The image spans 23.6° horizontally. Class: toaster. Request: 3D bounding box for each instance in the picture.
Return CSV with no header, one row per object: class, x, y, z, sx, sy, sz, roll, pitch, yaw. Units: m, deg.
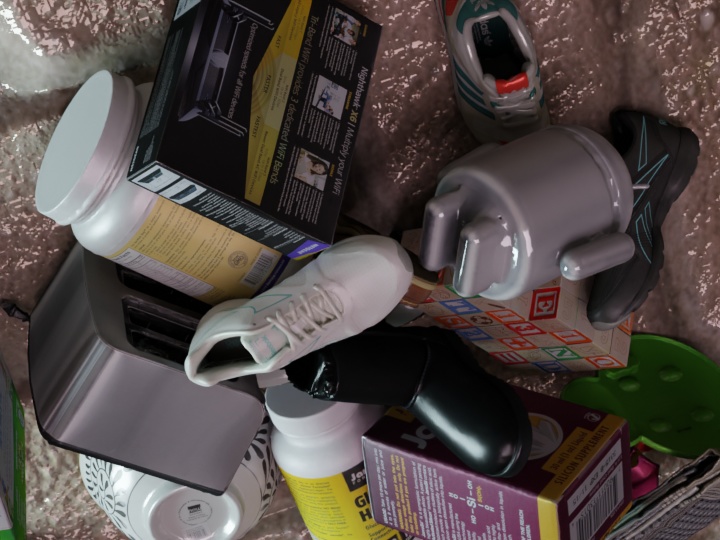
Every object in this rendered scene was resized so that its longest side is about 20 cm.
toaster,-0.185,0.073,1.437,0.199,0.181,0.119,21,117,-26

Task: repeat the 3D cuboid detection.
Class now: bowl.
bowl,-0.157,0.198,1.583,0.199,0.094,0.202,-5,125,-8

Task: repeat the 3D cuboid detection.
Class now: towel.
towel,0.289,0.231,1.593,0.192,0.035,0.200,-38,155,20

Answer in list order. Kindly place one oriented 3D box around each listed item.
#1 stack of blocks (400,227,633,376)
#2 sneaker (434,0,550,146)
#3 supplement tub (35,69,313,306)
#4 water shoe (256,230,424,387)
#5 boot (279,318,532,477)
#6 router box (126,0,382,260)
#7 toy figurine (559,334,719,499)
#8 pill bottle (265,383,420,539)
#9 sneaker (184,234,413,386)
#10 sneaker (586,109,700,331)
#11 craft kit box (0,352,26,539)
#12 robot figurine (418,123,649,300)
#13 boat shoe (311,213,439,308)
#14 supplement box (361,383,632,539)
stack of blocks,0.135,0.025,1.490,0.115,0.059,0.200,-8,151,41
sneaker,0.113,-0.151,1.397,0.070,0.094,0.201,-19,126,2
supplement tub,-0.142,-0.061,1.372,0.199,0.146,0.146,26,116,-26
water shoe,-0.029,0.031,1.521,0.199,0.072,0.079,-27,106,1
boot,0.032,0.095,1.413,0.162,0.198,0.074,10,116,-32
router box,-0.077,-0.131,1.313,0.157,0.201,0.052,26,154,-26
toy figurine,0.241,0.181,1.629,0.199,0.150,0.185,-11,140,-33
pill bottle,-0.016,0.177,1.586,0.112,0.113,0.201,-20,127,3
sneaker,-0.048,0.040,1.308,0.200,0.080,0.071,-27,102,21
sneaker,0.221,-0.045,1.467,0.079,0.201,0.075,28,159,-17
craft kit box,-0.321,0.111,1.422,0.048,0.200,0.198,-15,125,-1
robot figurine,0.137,-0.049,1.367,0.199,0.170,0.113,-24,140,-34
boat shoe,-0.001,0.000,1.408,0.072,0.200,0.068,26,93,-30
supplement box,0.121,0.175,1.502,0.199,0.131,0.104,15,129,32
